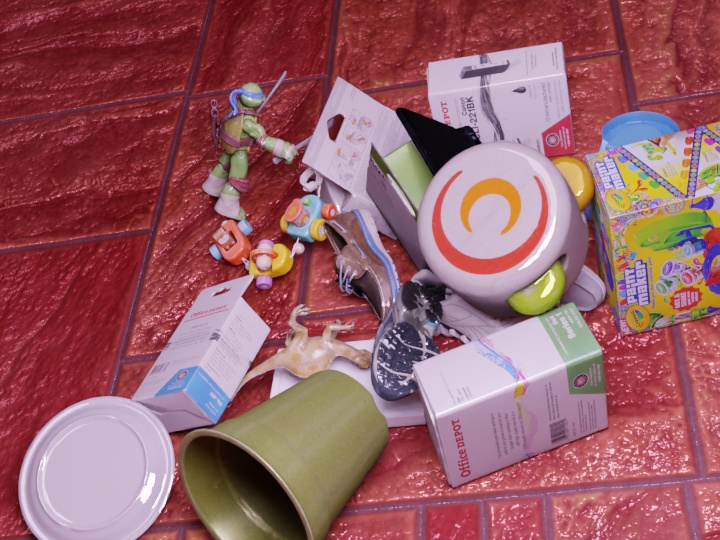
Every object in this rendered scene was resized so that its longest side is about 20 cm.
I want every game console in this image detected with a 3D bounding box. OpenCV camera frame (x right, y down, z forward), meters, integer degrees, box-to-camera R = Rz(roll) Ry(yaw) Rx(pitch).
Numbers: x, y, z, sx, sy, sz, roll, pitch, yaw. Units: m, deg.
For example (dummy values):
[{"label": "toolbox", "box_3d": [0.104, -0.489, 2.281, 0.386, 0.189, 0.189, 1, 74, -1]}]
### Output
[{"label": "game console", "box_3d": [0.128, -0.105, 1.613, 0.115, 0.177, 0.201, -12, 41, -11]}]

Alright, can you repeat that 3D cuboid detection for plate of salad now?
[{"label": "plate of salad", "box_3d": [-0.319, 0.252, 1.484, 0.198, 0.048, 0.202, -4, 64, 9]}]

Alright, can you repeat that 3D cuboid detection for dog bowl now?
[{"label": "dog bowl", "box_3d": [0.361, -0.141, 1.680, 0.111, 0.050, 0.200, 23, 55, 36]}]

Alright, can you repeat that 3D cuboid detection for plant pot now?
[{"label": "plant pot", "box_3d": [-0.070, 0.212, 1.369, 0.199, 0.202, 0.190, 19, 40, 33]}]

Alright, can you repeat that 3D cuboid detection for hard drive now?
[{"label": "hard drive", "box_3d": [-0.013, 0.143, 1.519, 0.198, 0.027, 0.133, -7, 43, 12]}]

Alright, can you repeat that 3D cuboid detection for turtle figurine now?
[{"label": "turtle figurine", "box_3d": [-0.148, -0.180, 1.817, 0.143, 0.195, 0.200, 35, 24, 19]}]

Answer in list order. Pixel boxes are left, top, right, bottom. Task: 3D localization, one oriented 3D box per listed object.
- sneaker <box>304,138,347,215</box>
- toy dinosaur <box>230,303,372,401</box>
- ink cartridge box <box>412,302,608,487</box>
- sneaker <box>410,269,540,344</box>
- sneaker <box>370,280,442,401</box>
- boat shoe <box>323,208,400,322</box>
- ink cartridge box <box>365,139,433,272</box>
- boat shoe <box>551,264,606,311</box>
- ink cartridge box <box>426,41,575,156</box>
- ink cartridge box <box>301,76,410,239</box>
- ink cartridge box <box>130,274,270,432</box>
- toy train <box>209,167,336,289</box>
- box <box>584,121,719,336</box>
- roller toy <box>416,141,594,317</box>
[{"label": "sneaker", "box_3d": [-0.024, -0.136, 1.793, 0.088, 0.076, 0.201, -5, 42, -12]}, {"label": "toy dinosaur", "box_3d": [-0.075, 0.099, 1.525, 0.198, 0.059, 0.102, -11, 43, 8]}, {"label": "ink cartridge box", "box_3d": [0.169, 0.142, 1.367, 0.198, 0.145, 0.084, -21, 47, -4]}, {"label": "sneaker", "box_3d": [0.146, 0.053, 1.524, 0.198, 0.082, 0.075, 14, 49, 28]}, {"label": "sneaker", "box_3d": [0.049, 0.102, 1.455, 0.077, 0.087, 0.200, 31, 33, -4]}, {"label": "boat shoe", "box_3d": [0.000, 0.000, 1.618, 0.072, 0.073, 0.201, -9, 43, -14]}, {"label": "ink cartridge box", "box_3d": [0.077, -0.094, 1.575, 0.075, 0.200, 0.148, -32, 80, -9]}, {"label": "boat shoe", "box_3d": [0.207, 0.009, 1.516, 0.200, 0.075, 0.065, 23, 50, -3]}, {"label": "ink cartridge box", "box_3d": [0.203, -0.235, 1.759, 0.198, 0.145, 0.084, -7, 43, 12]}, {"label": "ink cartridge box", "box_3d": [0.009, -0.164, 1.750, 0.175, 0.045, 0.201, 29, 47, -10]}, {"label": "ink cartridge box", "box_3d": [-0.194, 0.106, 1.558, 0.115, 0.067, 0.201, -16, 35, 42]}, {"label": "toy train", "box_3d": [-0.131, -0.063, 1.712, 0.199, 0.056, 0.151, -37, 52, 12]}, {"label": "box", "box_3d": [0.383, -0.050, 1.463, 0.191, 0.201, 0.123, -14, 42, 5]}, {"label": "roller toy", "box_3d": [0.168, -0.046, 1.411, 0.181, 0.140, 0.202, 8, 77, 25]}]
